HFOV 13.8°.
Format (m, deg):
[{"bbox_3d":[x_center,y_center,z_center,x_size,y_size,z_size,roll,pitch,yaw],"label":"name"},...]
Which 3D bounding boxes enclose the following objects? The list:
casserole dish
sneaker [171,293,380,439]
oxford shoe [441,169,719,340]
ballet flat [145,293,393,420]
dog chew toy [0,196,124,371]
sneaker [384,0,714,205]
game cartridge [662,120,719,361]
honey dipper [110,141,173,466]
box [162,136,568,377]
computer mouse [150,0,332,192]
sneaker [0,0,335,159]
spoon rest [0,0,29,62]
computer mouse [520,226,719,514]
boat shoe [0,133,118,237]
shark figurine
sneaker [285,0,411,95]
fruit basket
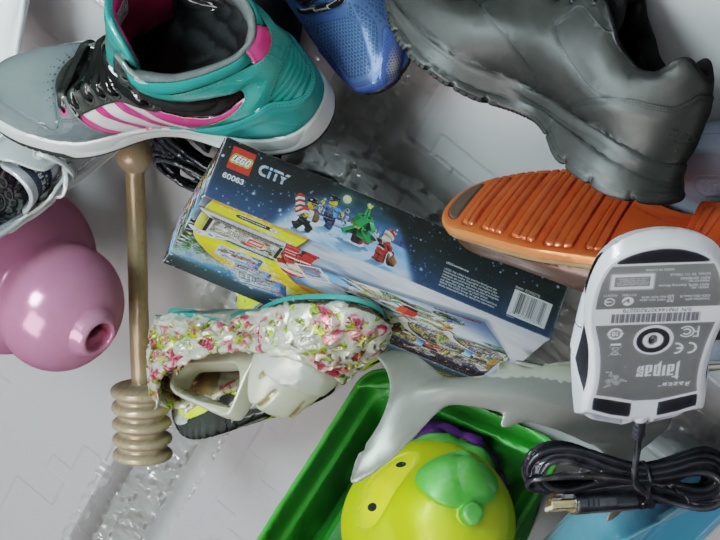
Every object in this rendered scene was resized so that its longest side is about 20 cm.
[{"bbox_3d":[0.139,0.157,1.671,0.039,0.121,0.200,58,145,18],"label":"casserole dish"},{"bbox_3d":[-0.050,0.044,1.776,0.200,0.075,0.076,-31,80,46],"label":"sneaker"},{"bbox_3d":[0.133,0.001,1.526,0.200,0.071,0.073,14,135,30],"label":"oxford shoe"},{"bbox_3d":[-0.053,0.053,1.669,0.076,0.064,0.200,25,162,-31],"label":"ballet flat"},{"bbox_3d":[-0.217,-0.007,1.794,0.200,0.125,0.125,36,142,37],"label":"dog chew toy"},{"bbox_3d":[0.100,-0.114,1.515,0.200,0.076,0.091,34,113,24],"label":"sneaker"},{"bbox_3d":[0.211,-0.013,1.528,0.200,0.041,0.133,3,128,38],"label":"game cartridge"},{"bbox_3d":[-0.135,0.018,1.794,0.038,0.038,0.200,8,107,35],"label":"honey dipper"},{"bbox_3d":[0.000,0.000,1.624,0.200,0.038,0.137,23,162,-7],"label":"box"},{"bbox_3d":[-0.076,-0.105,1.674,0.138,0.053,0.200,21,134,26],"label":"computer mouse"},{"bbox_3d":[-0.124,-0.113,1.571,0.200,0.084,0.121,1,151,19],"label":"sneaker"},{"bbox_3d":[-0.209,-0.150,1.740,0.099,0.061,0.200,-6,119,42],"label":"spoon rest"},{"bbox_3d":[0.141,0.044,1.479,0.110,0.044,0.200,0,132,-6],"label":"computer mouse"},{"bbox_3d":[-0.199,-0.056,1.703,0.069,0.200,0.072,37,151,55],"label":"boat shoe"},{"bbox_3d":[0.109,0.086,1.560,0.128,0.214,0.090,-5,84,48],"label":"shark figurine"},{"bbox_3d":[-0.045,-0.173,1.562,0.079,0.089,0.200,-19,111,43],"label":"sneaker"},{"bbox_3d":[0.020,0.151,1.682,0.155,0.216,0.216,22,135,23],"label":"fruit basket"}]
